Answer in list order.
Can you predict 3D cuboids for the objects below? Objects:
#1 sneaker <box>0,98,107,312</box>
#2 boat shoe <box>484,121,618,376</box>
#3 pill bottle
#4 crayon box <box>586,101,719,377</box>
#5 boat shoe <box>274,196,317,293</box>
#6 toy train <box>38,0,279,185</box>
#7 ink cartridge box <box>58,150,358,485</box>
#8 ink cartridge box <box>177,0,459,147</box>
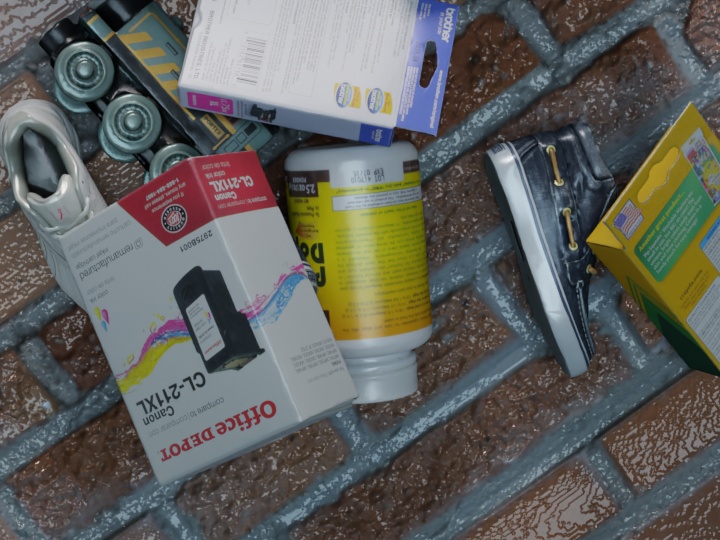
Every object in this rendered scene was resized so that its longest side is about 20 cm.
[{"bbox_3d":[-0.229,-0.038,1.080,0.078,0.099,0.201,-31,99,-1],"label":"sneaker"},{"bbox_3d":[0.176,-0.019,1.131,0.090,0.071,0.202,-19,97,-2],"label":"boat shoe"},{"bbox_3d":[0.000,0.000,1.104,0.108,0.109,0.202,-6,97,-5],"label":"pill bottle"},{"bbox_3d":[0.267,-0.024,1.114,0.126,0.051,0.200,-51,120,-13],"label":"crayon box"},{"bbox_3d":[-0.118,0.022,1.102,0.200,0.071,0.091,-36,66,31],"label":"boat shoe"},{"bbox_3d":[-0.158,-0.134,1.090,0.114,0.085,0.200,-44,96,-13],"label":"toy train"},{"bbox_3d":[-0.111,0.035,1.002,0.145,0.083,0.201,-27,84,30],"label":"ink cartridge box"},{"bbox_3d":[-0.031,-0.165,1.056,0.198,0.042,0.120,10,68,2],"label":"ink cartridge box"}]
